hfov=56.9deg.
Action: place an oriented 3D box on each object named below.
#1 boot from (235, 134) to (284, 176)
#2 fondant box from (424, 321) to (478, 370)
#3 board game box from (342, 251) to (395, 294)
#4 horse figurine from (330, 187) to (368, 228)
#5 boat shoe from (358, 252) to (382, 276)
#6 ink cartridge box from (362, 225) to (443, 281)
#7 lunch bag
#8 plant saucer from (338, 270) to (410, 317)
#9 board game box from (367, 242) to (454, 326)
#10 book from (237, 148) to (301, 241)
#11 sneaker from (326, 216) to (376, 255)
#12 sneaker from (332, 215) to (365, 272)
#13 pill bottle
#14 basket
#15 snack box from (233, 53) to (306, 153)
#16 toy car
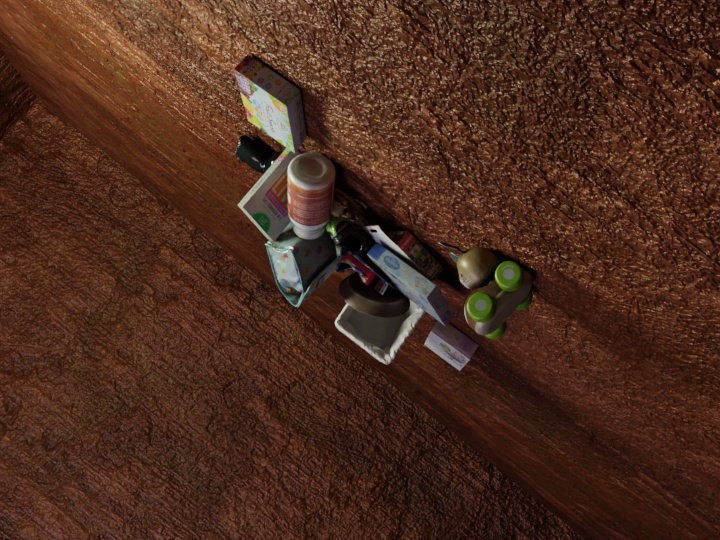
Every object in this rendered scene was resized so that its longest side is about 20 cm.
[{"bbox_3d":[-0.255,-0.296,1.743,0.162,0.074,0.198,40,167,5],"label":"boot"},{"bbox_3d":[0.279,0.231,2.061,0.144,0.058,0.200,36,167,10],"label":"fondant box"},{"bbox_3d":[0.000,0.000,1.720,0.158,0.039,0.200,38,180,-37],"label":"board game box"},{"bbox_3d":[-0.045,-0.160,1.679,0.131,0.050,0.200,31,167,7],"label":"horse figurine"},{"bbox_3d":[0.011,-0.071,1.790,0.200,0.065,0.072,41,-160,-5],"label":"boat shoe"},{"bbox_3d":[0.103,-0.057,1.621,0.200,0.051,0.109,44,167,-18],"label":"ink cartridge box"},{"bbox_3d":[-0.142,-0.025,1.739,0.121,0.171,0.202,11,132,33],"label":"lunch bag"},{"bbox_3d":[0.041,0.054,1.767,0.199,0.199,0.035,32,123,26],"label":"plant saucer"},{"bbox_3d":[0.127,0.036,1.640,0.198,0.043,0.200,38,174,30],"label":"board game box"},{"bbox_3d":[-0.199,-0.192,1.646,0.048,0.201,0.134,24,161,44],"label":"book"},{"bbox_3d":[-0.007,-0.069,1.656,0.198,0.077,0.085,14,-133,-45],"label":"sneaker"},{"bbox_3d":[-0.059,-0.064,1.869,0.198,0.116,0.081,36,165,14],"label":"sneaker"},{"bbox_3d":[-0.120,-0.171,1.586,0.112,0.112,0.201,33,145,18],"label":"pill bottle"},{"bbox_3d":[0.051,0.141,1.921,0.197,0.201,0.161,37,169,3],"label":"basket"},{"bbox_3d":[-0.189,-0.353,1.427,0.141,0.053,0.200,35,165,10],"label":"snack box"},{"bbox_3d":[0.234,0.017,1.355,0.200,0.158,0.164,44,-179,28],"label":"toy car"}]
